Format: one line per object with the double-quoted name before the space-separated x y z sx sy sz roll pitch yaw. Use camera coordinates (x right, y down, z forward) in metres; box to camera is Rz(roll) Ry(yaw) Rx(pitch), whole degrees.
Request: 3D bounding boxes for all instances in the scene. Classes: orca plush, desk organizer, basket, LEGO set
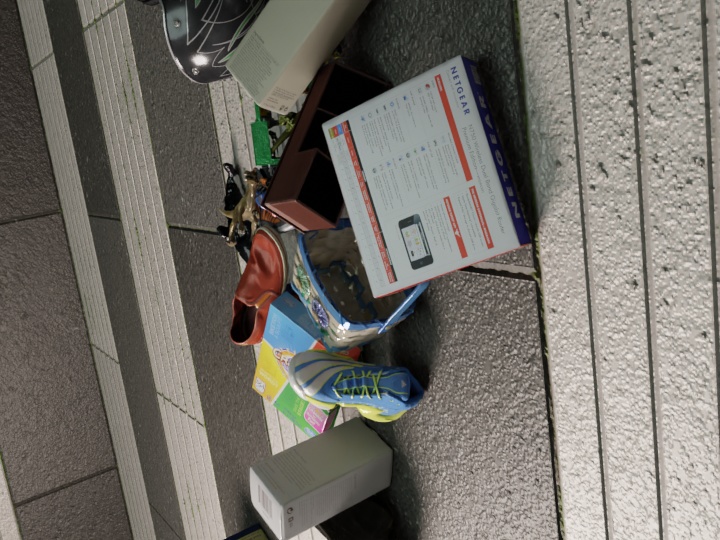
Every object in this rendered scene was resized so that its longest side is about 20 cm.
"orca plush" -0.221 -0.089 1.319 0.104 0.070 0.206 -13 92 59
"desk organizer" -0.039 -0.153 0.898 0.076 0.071 0.204 -1 64 54
"basket" 0.000 0.000 0.938 0.178 0.137 0.201 57 135 26
"LEGO set" -0.074 -0.227 1.023 0.150 0.115 0.206 -9 97 30

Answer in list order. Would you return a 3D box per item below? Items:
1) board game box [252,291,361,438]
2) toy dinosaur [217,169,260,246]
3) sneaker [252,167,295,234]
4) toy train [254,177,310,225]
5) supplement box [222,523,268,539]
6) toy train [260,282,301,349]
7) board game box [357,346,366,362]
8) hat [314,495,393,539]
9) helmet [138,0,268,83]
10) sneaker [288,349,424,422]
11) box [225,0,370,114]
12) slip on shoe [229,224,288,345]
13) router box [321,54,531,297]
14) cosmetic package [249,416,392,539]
"board game box" -0.089 0.154 1.152 0.152 0.040 0.203 35 134 19
"toy dinosaur" -0.183 -0.092 1.184 0.200 0.057 0.104 145 128 -63
"sneaker" -0.122 -0.116 1.143 0.198 0.076 0.115 -6 99 59
"toy train" -0.109 -0.093 1.015 0.034 0.046 0.200 49 174 -24
"supplement box" -0.240 0.721 1.636 0.199 0.132 0.205 40 135 43
"toy train" -0.111 0.073 1.196 0.198 0.083 0.119 -12 91 49
"board game box" -0.049 0.149 1.192 0.198 0.023 0.108 3 103 58
"hat" -0.002 0.384 1.151 0.198 0.082 0.201 35 174 4
"helmet" -0.212 -0.377 1.065 0.190 0.197 0.204 38 134 31
"sneaker" 0.004 0.141 0.972 0.104 0.197 0.078 -26 54 41
"box" -0.071 -0.295 0.898 0.200 0.068 0.083 -47 70 19
"slip on shoe" -0.157 0.029 1.129 0.073 0.061 0.204 31 119 27
"router box" 0.067 -0.094 0.796 0.176 0.049 0.205 -19 87 28
"cosmetic package" -0.056 0.304 1.100 0.101 0.196 0.076 34 130 47
